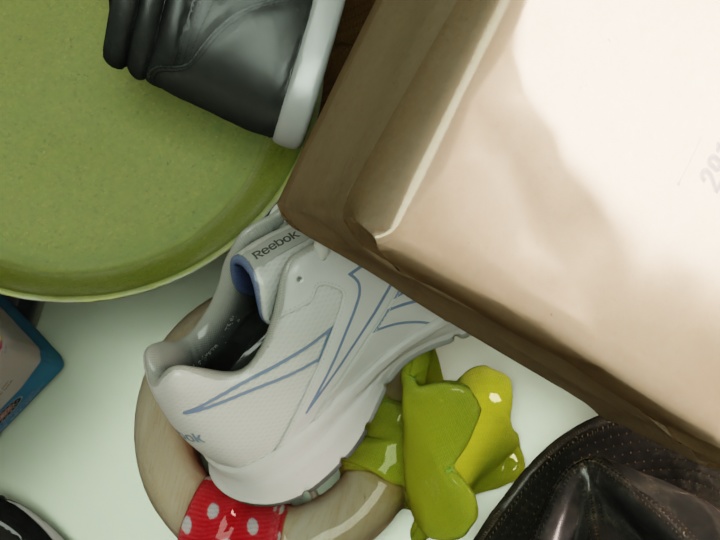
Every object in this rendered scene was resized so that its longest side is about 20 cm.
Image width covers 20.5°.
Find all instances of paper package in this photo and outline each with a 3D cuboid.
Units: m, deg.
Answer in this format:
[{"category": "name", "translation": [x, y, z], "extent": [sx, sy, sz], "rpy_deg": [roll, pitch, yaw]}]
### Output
[{"category": "paper package", "translation": [0.095, -0.061, 0.717], "extent": [0.190, 0.103, 0.201], "rpy_deg": [30, 84, -28]}]

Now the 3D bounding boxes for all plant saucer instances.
[{"category": "plant saucer", "translation": [-0.114, -0.078, 0.803], "extent": [0.198, 0.031, 0.202], "rpy_deg": [1, 71, -4]}]

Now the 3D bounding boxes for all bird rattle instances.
[{"category": "bird rattle", "translation": [-0.031, 0.086, 0.860], "extent": [0.199, 0.113, 0.164], "rpy_deg": [-34, 67, 10]}]

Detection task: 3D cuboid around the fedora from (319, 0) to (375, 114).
[{"category": "fedora", "translation": [-0.016, -0.115, 0.871], "extent": [0.198, 0.082, 0.203], "rpy_deg": [-2, 82, 13]}]

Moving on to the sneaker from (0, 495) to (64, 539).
[{"category": "sneaker", "translation": [-0.138, 0.189, 0.842], "extent": [0.075, 0.088, 0.202], "rpy_deg": [-22, 82, 2]}]

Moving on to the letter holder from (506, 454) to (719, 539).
[{"category": "letter holder", "translation": [0.108, 0.180, 0.820], "extent": [0.200, 0.101, 0.142], "rpy_deg": [-40, 51, -1]}]

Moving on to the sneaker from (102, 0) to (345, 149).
[{"category": "sneaker", "translation": [-0.047, -0.153, 0.779], "extent": [0.098, 0.071, 0.202], "rpy_deg": [15, 71, -7]}]

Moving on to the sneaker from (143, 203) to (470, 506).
[{"category": "sneaker", "translation": [0.000, 0.000, 0.770], "extent": [0.200, 0.087, 0.074], "rpy_deg": [-49, 43, -5]}]

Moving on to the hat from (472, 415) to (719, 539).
[{"category": "hat", "translation": [0.098, 0.126, 0.743], "extent": [0.199, 0.081, 0.202], "rpy_deg": [-15, 53, 21]}]

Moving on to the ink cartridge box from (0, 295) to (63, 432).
[{"category": "ink cartridge box", "translation": [-0.239, 0.033, 0.811], "extent": [0.146, 0.200, 0.147], "rpy_deg": [44, 88, 8]}]
